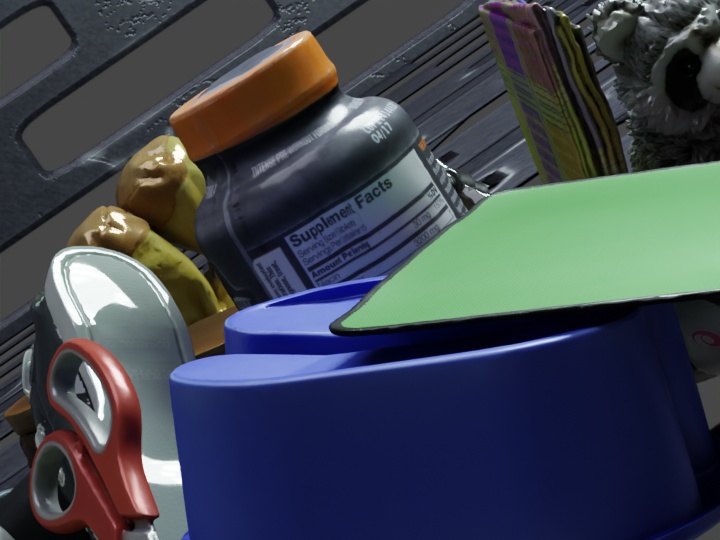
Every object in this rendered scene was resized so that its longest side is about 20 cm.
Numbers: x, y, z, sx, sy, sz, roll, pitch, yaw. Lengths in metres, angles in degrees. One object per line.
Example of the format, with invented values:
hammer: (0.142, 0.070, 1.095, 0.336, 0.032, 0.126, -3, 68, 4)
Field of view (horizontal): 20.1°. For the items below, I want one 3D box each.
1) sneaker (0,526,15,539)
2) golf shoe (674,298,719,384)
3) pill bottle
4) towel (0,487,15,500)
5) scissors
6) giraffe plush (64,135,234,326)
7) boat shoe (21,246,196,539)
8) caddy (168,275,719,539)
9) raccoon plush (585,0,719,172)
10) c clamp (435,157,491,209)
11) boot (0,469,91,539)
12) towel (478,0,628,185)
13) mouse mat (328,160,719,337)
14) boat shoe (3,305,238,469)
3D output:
sneaker: (-0.187, 0.137, 0.821, 0.077, 0.200, 0.081, -37, 37, 56)
golf shoe: (0.108, 0.010, 0.833, 0.092, 0.073, 0.200, -34, 8, -18)
pill bottle: (0.000, 0.000, 0.863, 0.106, 0.200, 0.106, -31, 10, 6)
towel: (-0.229, 0.180, 1.094, 0.200, 0.048, 0.171, -31, -8, -2)
scissors: (-0.074, 0.088, 0.691, 0.200, 0.014, 0.073, 39, 114, 55)
giraffe plush: (-0.030, 0.022, 1.049, 0.162, 0.200, 0.173, -1, 42, 43)
boat shoe: (-0.088, 0.073, 0.809, 0.200, 0.076, 0.060, -112, 39, -49)
caddy: (0.029, 0.063, 0.695, 0.200, 0.105, 0.141, -8, 13, 16)
raccoon plush: (0.135, -0.070, 0.963, 0.097, 0.134, 0.200, -41, 11, -29)
c clamp: (0.040, -0.035, 1.045, 0.027, 0.171, 0.200, -62, -20, 10)
boot: (-0.156, 0.112, 0.899, 0.162, 0.198, 0.073, -39, 11, 10)
towel: (0.101, -0.067, 0.995, 0.023, 0.144, 0.200, -22, 10, 0)
mouse mat: (0.092, -0.013, 0.713, 0.161, 0.008, 0.200, -7, 14, 22)
boat shoe: (-0.090, 0.067, 0.969, 0.200, 0.070, 0.070, -22, 11, 48)
